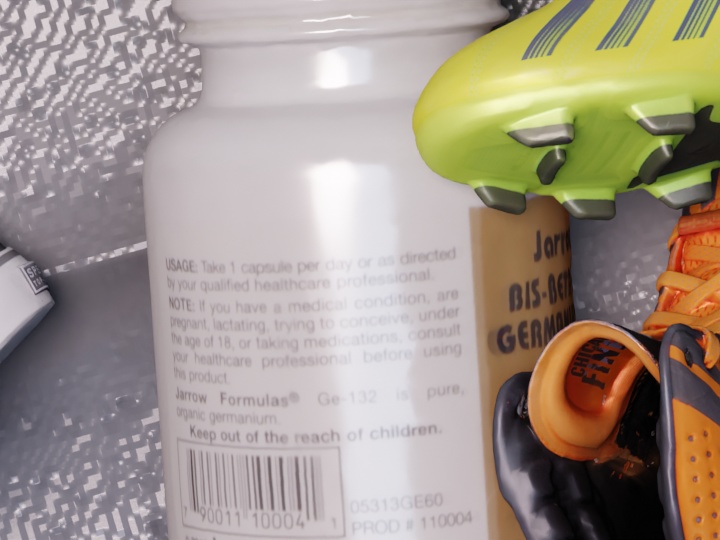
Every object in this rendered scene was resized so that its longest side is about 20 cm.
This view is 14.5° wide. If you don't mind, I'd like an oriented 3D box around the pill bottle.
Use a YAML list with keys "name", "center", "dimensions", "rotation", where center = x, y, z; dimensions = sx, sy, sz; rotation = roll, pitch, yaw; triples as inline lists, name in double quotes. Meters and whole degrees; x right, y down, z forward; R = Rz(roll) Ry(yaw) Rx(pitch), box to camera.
- name: "pill bottle"
  center: [0.000, 0.000, 0.753]
  dimensions: [0.114, 0.114, 0.201]
  rotation: [-4, 96, -1]

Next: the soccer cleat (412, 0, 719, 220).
- name: "soccer cleat"
  center: [0.101, -0.072, 0.705]
  dimensions: [0.199, 0.065, 0.084]
  rotation: [-17, 73, -12]

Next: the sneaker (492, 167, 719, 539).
- name: "sneaker"
  center: [0.093, 0.015, 0.725]
  dimensions: [0.077, 0.112, 0.201]
  rotation: [-21, 54, 37]

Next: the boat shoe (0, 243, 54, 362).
- name: "boat shoe"
  center: [-0.170, 0.058, 0.769]
  dimensions: [0.057, 0.069, 0.200]
  rotation: [44, 74, -1]
